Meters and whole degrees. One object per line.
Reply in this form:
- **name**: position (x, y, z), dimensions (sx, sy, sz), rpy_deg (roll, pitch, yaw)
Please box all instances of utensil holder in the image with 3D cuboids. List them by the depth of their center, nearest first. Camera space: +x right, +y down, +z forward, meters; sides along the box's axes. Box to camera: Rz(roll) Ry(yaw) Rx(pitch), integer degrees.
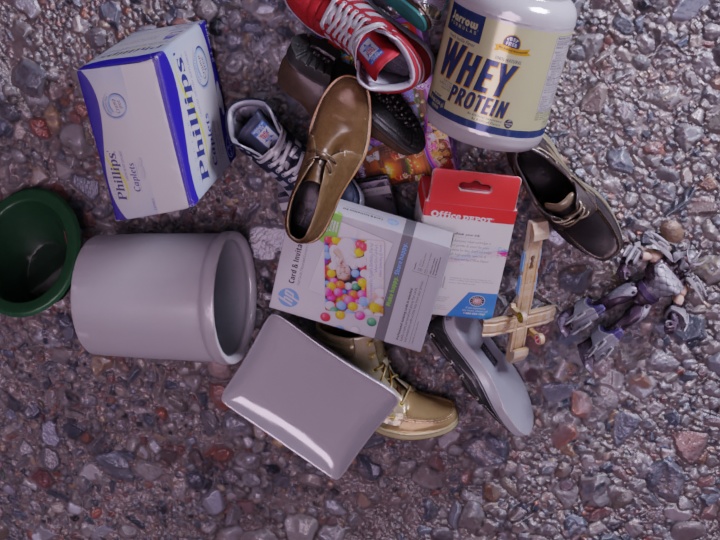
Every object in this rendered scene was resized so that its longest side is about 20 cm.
- **utensil holder**: position (-0.254, 0.035, 1.603), dimensions (0.197, 0.170, 0.173), rpy_deg (0, 113, 14)

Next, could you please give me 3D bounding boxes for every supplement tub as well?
- **supplement tub**: position (0.162, -0.252, 1.397), dimensions (0.143, 0.145, 0.203), rpy_deg (15, 114, 5)

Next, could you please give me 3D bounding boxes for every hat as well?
- **hat**: position (-0.419, 0.007, 1.709), dimensions (0.163, 0.176, 0.203), rpy_deg (-6, 74, 17)

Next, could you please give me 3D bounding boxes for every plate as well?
- **plate**: position (-0.067, 0.162, 1.622), dimensions (0.199, 0.032, 0.200), rpy_deg (33, 131, 0)

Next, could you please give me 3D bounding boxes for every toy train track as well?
- **toy train track**: position (0.212, 0.032, 1.533), dimensions (0.113, 0.033, 0.203), rpy_deg (-12, 123, -27)

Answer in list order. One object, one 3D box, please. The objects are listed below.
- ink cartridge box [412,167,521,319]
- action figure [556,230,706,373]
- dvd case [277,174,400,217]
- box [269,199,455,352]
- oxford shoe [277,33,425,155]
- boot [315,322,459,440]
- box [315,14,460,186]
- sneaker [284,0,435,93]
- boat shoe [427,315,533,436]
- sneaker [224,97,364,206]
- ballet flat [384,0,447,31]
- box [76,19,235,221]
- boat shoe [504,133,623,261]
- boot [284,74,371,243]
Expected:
- **ink cartridge box**: position (0.122, -0.045, 1.517), dimensions (0.114, 0.068, 0.203), rpy_deg (6, 121, -7)
- **action figure**: position (0.344, 0.037, 1.529), dimensions (0.199, 0.069, 0.131), rpy_deg (-39, 96, 21)
- **dvd case**: position (-0.010, -0.024, 1.584), dimensions (0.146, 0.016, 0.202), rpy_deg (-8, 123, 15)
- **box**: position (0.000, 0.000, 1.492), dimensions (0.197, 0.041, 0.158), rpy_deg (17, 122, 3)
- **oxford shoe**: position (-0.011, -0.194, 1.468), dimensions (0.199, 0.073, 0.085), rpy_deg (36, 132, -2)
- **boot**: position (0.035, 0.137, 1.631), dimensions (0.197, 0.073, 0.158), rpy_deg (8, 122, 15)
- **box**: position (0.033, -0.205, 1.506), dimensions (0.135, 0.039, 0.203), rpy_deg (-11, 110, 16)
- **sneaker**: position (-0.008, -0.270, 1.402), dimensions (0.198, 0.113, 0.072), rpy_deg (31, 113, 0)
- **boat shoe**: position (0.159, 0.135, 1.618), dimensions (0.056, 0.069, 0.201), rpy_deg (-23, 106, 40)
- **sneaker**: position (-0.085, -0.135, 1.488), dimensions (0.199, 0.109, 0.070), rpy_deg (39, 88, 18)
- **ballet flat**: position (0.022, -0.355, 1.429), dimensions (0.199, 0.072, 0.073), rpy_deg (37, 117, 13)
- **box**: position (-0.239, -0.185, 1.483), dimensions (0.103, 0.200, 0.187), rpy_deg (-6, 112, 14)
- **boat shoe**: position (0.243, -0.083, 1.494), dimensions (0.074, 0.073, 0.200), rpy_deg (-40, 100, 24)
- **boot**: position (-0.037, -0.125, 1.396), dimensions (0.073, 0.075, 0.203), rpy_deg (19, 95, 3)
